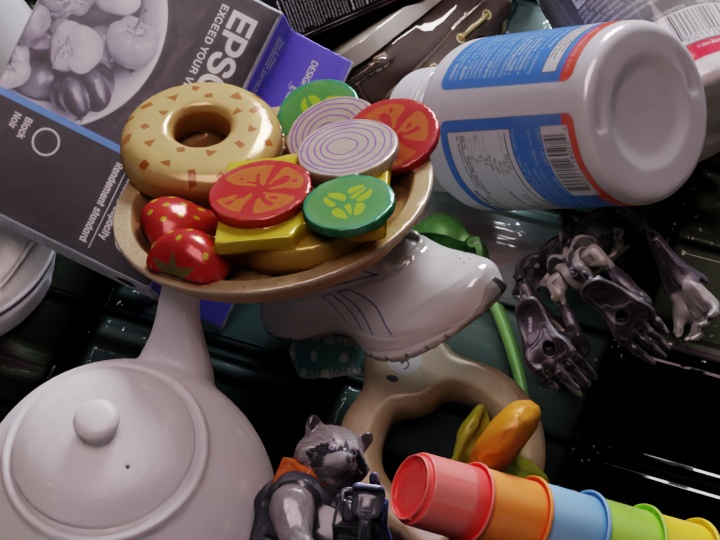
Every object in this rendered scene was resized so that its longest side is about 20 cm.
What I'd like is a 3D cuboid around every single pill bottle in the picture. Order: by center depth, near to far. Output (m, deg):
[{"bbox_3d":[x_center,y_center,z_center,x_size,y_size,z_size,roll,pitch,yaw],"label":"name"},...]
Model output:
[{"bbox_3d":[0.108,-0.093,1.477,0.200,0.112,0.112,1,45,51],"label":"pill bottle"},{"bbox_3d":[0.181,-0.173,1.556,0.110,0.111,0.200,-22,63,-10],"label":"pill bottle"}]

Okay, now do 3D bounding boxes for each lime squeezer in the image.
[{"bbox_3d":[0.056,0.006,1.501,0.071,0.038,0.200,-40,61,-20],"label":"lime squeezer"}]

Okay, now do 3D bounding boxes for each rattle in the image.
[{"bbox_3d":[0.025,0.064,1.406,0.130,0.143,0.200,-32,62,6],"label":"rattle"}]

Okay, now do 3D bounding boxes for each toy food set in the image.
[{"bbox_3d":[-0.050,-0.052,1.399,0.197,0.049,0.200,-6,35,7],"label":"toy food set"}]

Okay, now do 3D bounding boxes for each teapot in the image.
[{"bbox_3d":[-0.143,0.128,1.369,0.197,0.146,0.200,-22,57,-9],"label":"teapot"}]

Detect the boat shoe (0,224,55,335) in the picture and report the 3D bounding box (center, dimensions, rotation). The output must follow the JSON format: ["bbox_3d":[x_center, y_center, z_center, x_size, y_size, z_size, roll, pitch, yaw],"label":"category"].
[{"bbox_3d":[-0.219,-0.048,1.545,0.071,0.070,0.200,18,58,17],"label":"boat shoe"}]

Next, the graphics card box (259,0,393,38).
[{"bbox_3d":[-0.019,-0.203,1.610,0.199,0.051,0.125,-26,17,-12],"label":"graphics card box"}]

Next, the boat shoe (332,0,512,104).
[{"bbox_3d":[0.061,-0.167,1.608,0.200,0.072,0.060,-38,100,-34],"label":"boat shoe"}]

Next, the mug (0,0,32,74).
[{"bbox_3d":[-0.297,-0.153,1.564,0.149,0.153,0.187,-1,55,14],"label":"mug"}]

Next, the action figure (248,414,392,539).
[{"bbox_3d":[-0.038,0.166,1.300,0.104,0.200,0.194,16,65,7],"label":"action figure"}]

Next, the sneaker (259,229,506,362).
[{"bbox_3d":[0.000,0.000,1.418,0.199,0.087,0.074,3,33,43],"label":"sneaker"}]

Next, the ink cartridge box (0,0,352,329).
[{"bbox_3d":[-0.132,-0.093,1.499,0.199,0.043,0.199,26,85,-5],"label":"ink cartridge box"}]

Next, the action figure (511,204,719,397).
[{"bbox_3d":[0.147,0.018,1.446,0.119,0.102,0.200,-29,11,17],"label":"action figure"}]

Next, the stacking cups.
[{"bbox_3d":[0.106,0.147,1.320,0.199,0.061,0.061,16,49,-27],"label":"stacking cups"}]
